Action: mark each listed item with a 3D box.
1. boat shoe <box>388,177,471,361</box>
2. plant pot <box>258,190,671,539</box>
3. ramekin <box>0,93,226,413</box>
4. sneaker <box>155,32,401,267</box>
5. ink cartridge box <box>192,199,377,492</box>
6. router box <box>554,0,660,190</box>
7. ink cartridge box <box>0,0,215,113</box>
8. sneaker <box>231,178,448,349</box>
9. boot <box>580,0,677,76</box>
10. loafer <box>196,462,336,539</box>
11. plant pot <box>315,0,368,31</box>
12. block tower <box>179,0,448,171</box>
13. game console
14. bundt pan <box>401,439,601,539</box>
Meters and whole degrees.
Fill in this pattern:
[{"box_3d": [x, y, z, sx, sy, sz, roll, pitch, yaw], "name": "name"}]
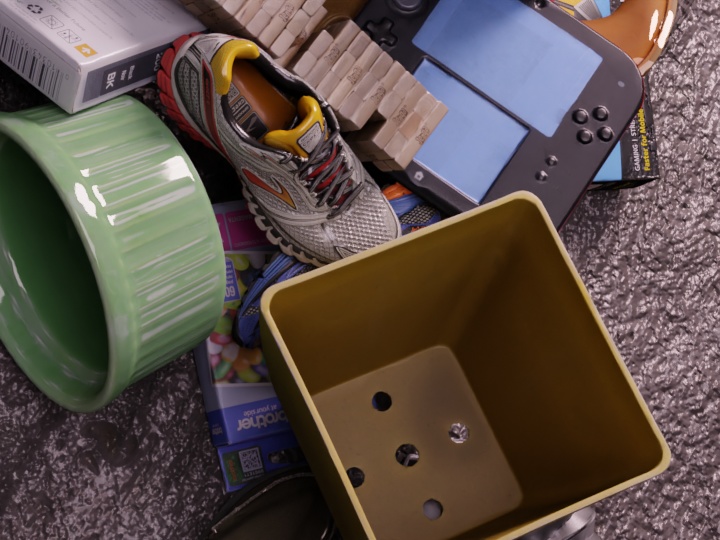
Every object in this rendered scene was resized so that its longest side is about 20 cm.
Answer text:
[{"box_3d": [0.053, -0.023, 1.315, 0.066, 0.074, 0.201, -6, 74, -20], "name": "boat shoe"}, {"box_3d": [0.049, 0.097, 1.170, 0.199, 0.176, 0.201, -21, 75, -18], "name": "plant pot"}, {"box_3d": [-0.173, -0.018, 1.149, 0.097, 0.200, 0.201, -25, 92, -32], "name": "ramekin"}, {"box_3d": [-0.044, -0.071, 1.141, 0.200, 0.082, 0.078, 43, 70, -24], "name": "sneaker"}, {"box_3d": [-0.059, 0.047, 1.270, 0.119, 0.042, 0.201, -10, 87, -24], "name": "ink cartridge box"}, {"box_3d": [0.146, -0.161, 1.381, 0.149, 0.051, 0.201, -4, 83, -21], "name": "router box"}, {"box_3d": [-0.189, -0.196, 1.184, 0.198, 0.043, 0.200, 37, 38, 19], "name": "ink cartridge box"}, {"box_3d": [0.000, 0.000, 1.226, 0.200, 0.075, 0.079, -31, 80, -14], "name": "sneaker"}, {"box_3d": [0.131, -0.171, 1.320, 0.155, 0.077, 0.200, 37, 78, -5], "name": "boot"}, {"box_3d": [-0.084, 0.206, 1.214, 0.200, 0.070, 0.075, -40, 103, -22], "name": "loafer"}, {"box_3d": [-0.028, -0.149, 1.252, 0.200, 0.027, 0.201, -33, 133, -44], "name": "plant pot"}, {"box_3d": [-0.038, -0.147, 1.155, 0.200, 0.054, 0.058, 42, 75, -19], "name": "block tower"}, {"box_3d": [0.082, -0.123, 1.239, 0.200, 0.031, 0.177, 35, 67, 2], "name": "game console"}, {"box_3d": [0.096, 0.219, 1.288, 0.201, 0.076, 0.203, 4, 80, -23], "name": "bundt pan"}]
